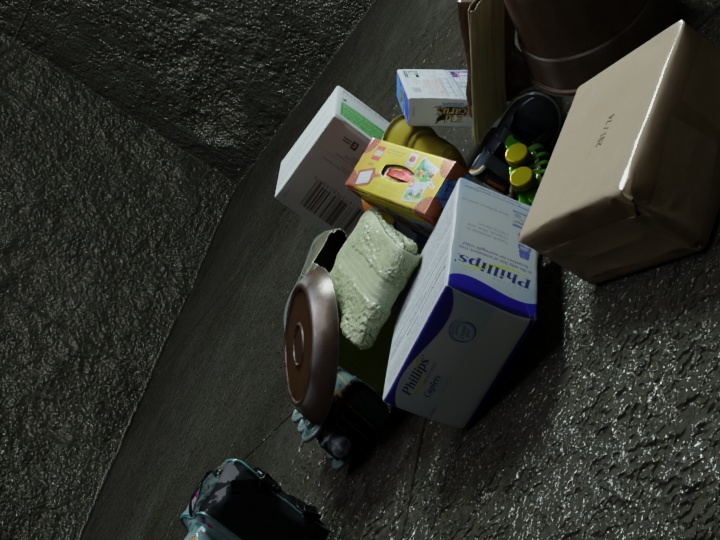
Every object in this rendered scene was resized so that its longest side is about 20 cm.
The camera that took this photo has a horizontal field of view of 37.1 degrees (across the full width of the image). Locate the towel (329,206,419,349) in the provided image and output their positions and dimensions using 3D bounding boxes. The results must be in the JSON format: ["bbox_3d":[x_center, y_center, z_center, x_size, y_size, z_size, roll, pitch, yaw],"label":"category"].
[{"bbox_3d":[0.005,0.006,1.333,0.150,0.036,0.200,-62,23,9],"label":"towel"}]

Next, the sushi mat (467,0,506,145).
[{"bbox_3d":[0.162,-0.264,1.354,0.096,0.012,0.202,-50,-33,-35],"label":"sushi mat"}]

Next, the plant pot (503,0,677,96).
[{"bbox_3d":[0.246,-0.349,1.258,0.198,0.199,0.202,-22,42,21],"label":"plant pot"}]

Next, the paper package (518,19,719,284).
[{"bbox_3d":[0.265,-0.106,1.036,0.190,0.103,0.202,-27,35,64],"label":"paper package"}]

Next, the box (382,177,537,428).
[{"bbox_3d":[0.113,0.036,1.191,0.201,0.103,0.185,-77,9,-51],"label":"box"}]

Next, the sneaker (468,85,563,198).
[{"bbox_3d":[0.199,-0.151,1.403,0.080,0.078,0.201,-63,2,-39],"label":"sneaker"}]

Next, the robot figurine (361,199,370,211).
[{"bbox_3d":[0.070,-0.141,1.706,0.144,0.116,0.201,-54,5,48],"label":"robot figurine"}]

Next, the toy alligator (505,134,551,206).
[{"bbox_3d":[0.214,-0.093,1.292,0.053,0.059,0.203,-17,50,16],"label":"toy alligator"}]

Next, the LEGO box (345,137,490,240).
[{"bbox_3d":[0.095,-0.085,1.368,0.078,0.148,0.199,-57,33,-4],"label":"LEGO box"}]

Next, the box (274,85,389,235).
[{"bbox_3d":[-0.023,-0.186,1.975,0.201,0.198,0.172,-51,16,21],"label":"box"}]

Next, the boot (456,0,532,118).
[{"bbox_3d":[0.207,-0.322,1.425,0.185,0.202,0.064,-34,45,-23],"label":"boot"}]

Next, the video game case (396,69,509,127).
[{"bbox_3d":[0.149,-0.257,1.591,0.201,0.178,0.046,-97,7,-68],"label":"video game case"}]

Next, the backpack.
[{"bbox_3d":[-0.151,0.343,1.398,0.155,0.175,0.200,-58,10,-15],"label":"backpack"}]

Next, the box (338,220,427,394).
[{"bbox_3d":[0.044,0.053,1.415,0.202,0.121,0.048,-59,-8,-4],"label":"box"}]

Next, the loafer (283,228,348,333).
[{"bbox_3d":[-0.060,0.022,1.541,0.070,0.074,0.203,126,158,-61],"label":"loafer"}]

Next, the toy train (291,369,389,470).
[{"bbox_3d":[-0.028,0.197,1.476,0.114,0.085,0.200,-48,13,-3],"label":"toy train"}]

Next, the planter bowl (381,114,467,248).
[{"bbox_3d":[0.105,-0.129,1.571,0.082,0.201,0.203,1,52,32],"label":"planter bowl"}]

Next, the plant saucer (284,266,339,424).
[{"bbox_3d":[-0.068,0.097,1.385,0.200,0.031,0.204,-178,90,-74],"label":"plant saucer"}]
